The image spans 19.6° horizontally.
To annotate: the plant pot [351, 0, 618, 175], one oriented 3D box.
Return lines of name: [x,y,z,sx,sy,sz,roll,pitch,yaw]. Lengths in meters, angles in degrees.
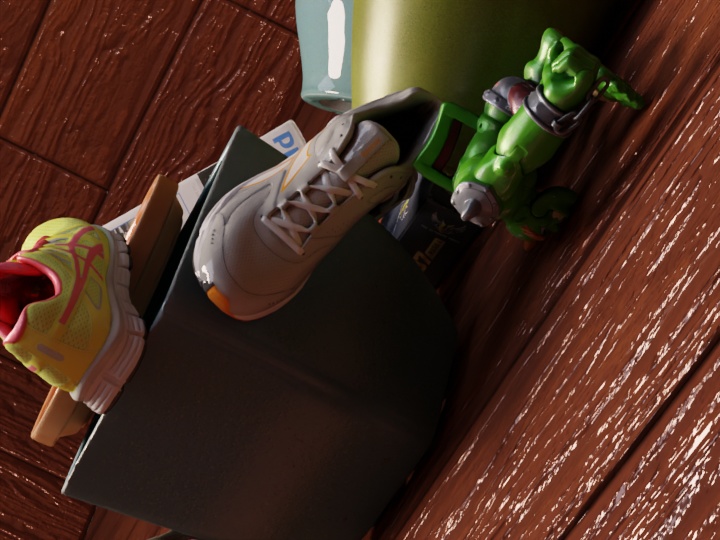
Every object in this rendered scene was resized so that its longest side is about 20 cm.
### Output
plant pot: [0.076,-0.162,1.404,0.200,0.199,0.194,-129,53,-82]

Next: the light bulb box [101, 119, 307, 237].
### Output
light bulb box: [-0.100,-0.001,1.718,0.199,0.125,0.198,-29,-14,0]

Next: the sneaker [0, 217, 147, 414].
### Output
sneaker: [-0.192,0.010,1.283,0.078,0.090,0.200,-60,26,11]

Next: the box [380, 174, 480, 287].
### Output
box: [0.066,-0.076,1.623,0.158,0.051,0.201,-54,14,52]

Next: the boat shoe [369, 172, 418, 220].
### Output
boat shoe: [0.003,-0.064,1.494,0.200,0.068,0.072,-33,-57,-39]

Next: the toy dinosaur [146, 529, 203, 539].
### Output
toy dinosaur: [-0.074,0.176,1.437,0.102,0.199,0.077,58,144,36]

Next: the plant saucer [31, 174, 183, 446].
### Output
plant saucer: [-0.169,0.030,1.427,0.201,0.032,0.200,-62,9,16]

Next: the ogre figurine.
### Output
ogre figurine: [0.100,-0.084,1.248,0.120,0.098,0.200,-51,21,8]

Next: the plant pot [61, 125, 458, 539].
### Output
plant pot: [-0.050,0.066,1.370,0.196,0.199,0.197,-58,10,40]

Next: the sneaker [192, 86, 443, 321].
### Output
sneaker: [-0.022,-0.051,1.262,0.200,0.076,0.092,-47,5,-34]

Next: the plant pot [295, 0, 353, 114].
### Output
plant pot: [0.025,-0.244,2.017,0.200,0.199,0.189,165,115,-80]
